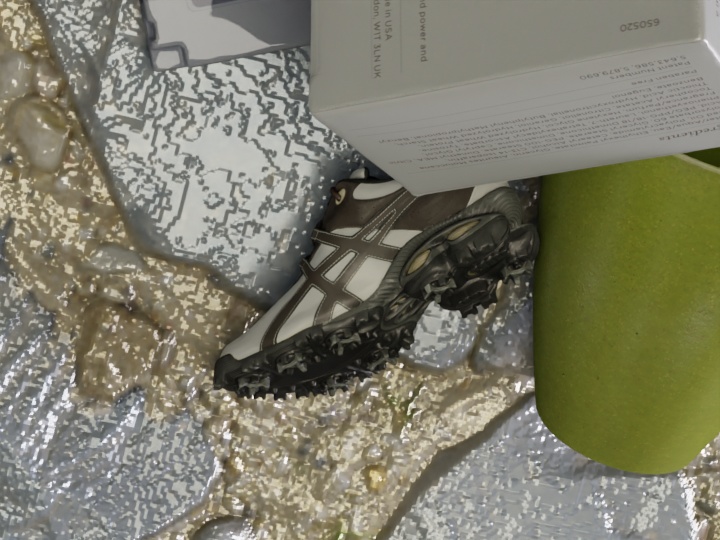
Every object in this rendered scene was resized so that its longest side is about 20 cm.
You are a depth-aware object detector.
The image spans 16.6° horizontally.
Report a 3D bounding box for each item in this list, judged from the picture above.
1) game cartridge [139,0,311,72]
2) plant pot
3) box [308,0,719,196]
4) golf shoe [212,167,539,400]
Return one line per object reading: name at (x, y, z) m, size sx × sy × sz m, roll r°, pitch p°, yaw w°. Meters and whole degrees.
game cartridge at (-0.060, -0.212, 1.274) m, size 0.132 × 0.041 × 0.201 m, roll -10°, pitch 107°, yaw -5°
plant pot at (0.167, 0.000, 1.322) m, size 0.186 × 0.187 × 0.201 m, roll 10°, pitch 117°, yaw -14°
box at (0.087, -0.159, 1.187) m, size 0.199 × 0.131 × 0.200 m, roll -9°, pitch 69°, yaw 24°
golf shoe at (0.000, 0.000, 1.334) m, size 0.199 × 0.095 × 0.078 m, roll -30°, pitch 153°, yaw 18°
